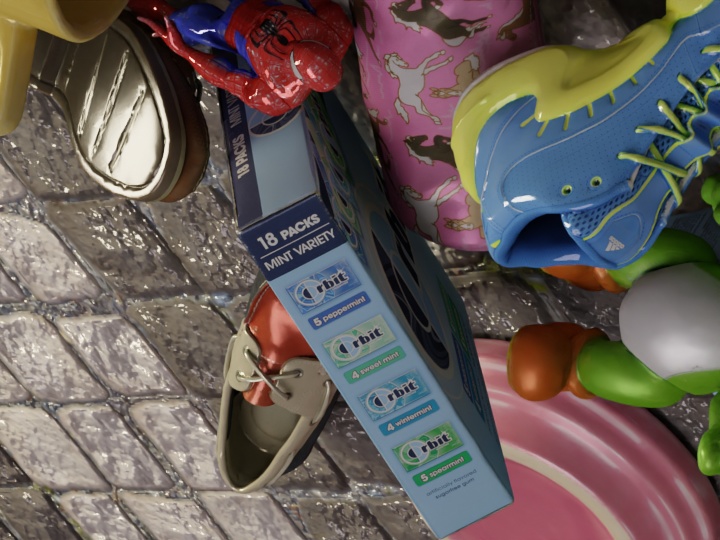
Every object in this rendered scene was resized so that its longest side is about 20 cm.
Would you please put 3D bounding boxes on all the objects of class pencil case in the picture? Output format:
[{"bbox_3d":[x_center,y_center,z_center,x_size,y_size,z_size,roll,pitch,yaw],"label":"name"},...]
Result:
[{"bbox_3d":[0.043,-0.100,1.116,0.083,0.086,0.201,50,162,39],"label":"pencil case"}]

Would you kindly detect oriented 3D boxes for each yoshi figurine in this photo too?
[{"bbox_3d":[0.157,0.029,1.071,0.199,0.112,0.113,12,134,30],"label":"yoshi figurine"}]

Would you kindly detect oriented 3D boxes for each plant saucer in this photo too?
[{"bbox_3d":[0.100,0.123,1.388,0.199,0.051,0.201,25,148,17],"label":"plant saucer"}]

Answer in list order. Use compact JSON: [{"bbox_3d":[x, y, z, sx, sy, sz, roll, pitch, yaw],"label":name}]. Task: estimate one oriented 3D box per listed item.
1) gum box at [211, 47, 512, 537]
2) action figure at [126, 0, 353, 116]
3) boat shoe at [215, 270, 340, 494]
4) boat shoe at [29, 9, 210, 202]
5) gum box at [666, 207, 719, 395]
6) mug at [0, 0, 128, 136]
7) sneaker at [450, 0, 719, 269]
[{"bbox_3d":[0.000,0.000,1.209,0.044,0.170,0.201,-27,122,10],"label":"gum box"},{"bbox_3d":[-0.056,-0.114,1.134,0.052,0.065,0.200,48,174,-35],"label":"action figure"},{"bbox_3d":[-0.045,0.057,1.428,0.071,0.063,0.200,32,147,10],"label":"boat shoe"},{"bbox_3d":[-0.108,-0.090,1.234,0.068,0.072,0.200,13,-158,-34],"label":"boat shoe"},{"bbox_3d":[0.241,0.036,1.139,0.199,0.045,0.170,-11,125,51],"label":"gum box"},{"bbox_3d":[-0.181,-0.174,1.106,0.152,0.188,0.150,14,157,12],"label":"mug"},{"bbox_3d":[0.128,-0.055,1.023,0.199,0.106,0.076,-24,141,31],"label":"sneaker"}]
